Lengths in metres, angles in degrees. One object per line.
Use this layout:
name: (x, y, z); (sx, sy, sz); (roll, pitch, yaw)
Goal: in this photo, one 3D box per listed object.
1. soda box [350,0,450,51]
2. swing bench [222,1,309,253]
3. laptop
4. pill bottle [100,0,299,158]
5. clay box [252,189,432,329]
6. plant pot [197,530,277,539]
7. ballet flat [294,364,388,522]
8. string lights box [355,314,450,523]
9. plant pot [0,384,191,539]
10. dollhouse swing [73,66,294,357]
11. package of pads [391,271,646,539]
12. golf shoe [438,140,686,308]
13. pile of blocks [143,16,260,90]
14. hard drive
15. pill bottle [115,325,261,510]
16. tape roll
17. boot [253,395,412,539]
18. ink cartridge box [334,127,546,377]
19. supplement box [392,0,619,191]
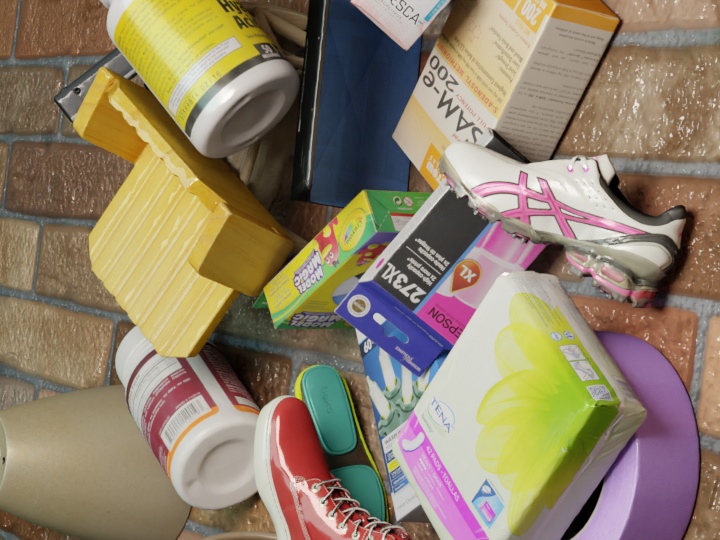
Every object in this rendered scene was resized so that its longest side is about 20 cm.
soda box: (0.049, -0.251, 1.587); (0.068, 0.063, 0.200); (-48, 7, 21)
swing bench: (-0.096, -0.138, 1.825); (0.200, 0.129, 0.200); (42, 119, 51)
laptop: (0.006, -0.150, 1.618); (0.200, 0.115, 0.189); (163, 112, -83)
pill bottle: (-0.152, -0.205, 1.641); (0.200, 0.111, 0.111); (51, 129, 16)
clay box: (0.000, 0.000, 1.668); (0.200, 0.114, 0.048); (-45, 55, 44)
plant pot: (-0.101, 0.365, 1.711); (0.200, 0.199, 0.176); (47, 139, 49)
ballet flat: (-0.021, 0.184, 1.720); (0.067, 0.066, 0.201); (114, 145, -60)
string lights box: (0.060, 0.104, 1.610); (0.103, 0.059, 0.201); (-43, 51, 44)
plant pot: (-0.306, 0.206, 2.009); (0.187, 0.199, 0.189); (-15, 72, 55)
dollhouse swing: (-0.195, -0.038, 1.697); (0.176, 0.182, 0.200); (-46, 65, 10)
package of pads: (0.114, 0.118, 1.407); (0.201, 0.068, 0.155); (-59, 42, 30)
golf shoe: (0.155, -0.056, 1.438); (0.199, 0.073, 0.092); (31, 103, 14)
pile of blocks: (-0.158, -0.176, 1.759); (0.200, 0.062, 0.083); (-29, 56, 55)
hard drive: (-0.205, -0.214, 1.794); (0.200, 0.033, 0.140); (-39, 9, -5)
pill bottle: (-0.170, 0.139, 1.897); (0.200, 0.114, 0.115); (51, 125, 47)
tape roll: (0.167, 0.145, 1.440); (0.200, 0.065, 0.202); (-15, 71, 53)
boot: (-0.013, 0.198, 1.599); (0.144, 0.072, 0.201); (-15, 87, 44)
ink cartridge box: (0.077, -0.009, 1.522); (0.200, 0.095, 0.037); (-49, 13, 13)
supplement box: (0.117, -0.158, 1.562); (0.126, 0.073, 0.201); (54, 128, 46)
